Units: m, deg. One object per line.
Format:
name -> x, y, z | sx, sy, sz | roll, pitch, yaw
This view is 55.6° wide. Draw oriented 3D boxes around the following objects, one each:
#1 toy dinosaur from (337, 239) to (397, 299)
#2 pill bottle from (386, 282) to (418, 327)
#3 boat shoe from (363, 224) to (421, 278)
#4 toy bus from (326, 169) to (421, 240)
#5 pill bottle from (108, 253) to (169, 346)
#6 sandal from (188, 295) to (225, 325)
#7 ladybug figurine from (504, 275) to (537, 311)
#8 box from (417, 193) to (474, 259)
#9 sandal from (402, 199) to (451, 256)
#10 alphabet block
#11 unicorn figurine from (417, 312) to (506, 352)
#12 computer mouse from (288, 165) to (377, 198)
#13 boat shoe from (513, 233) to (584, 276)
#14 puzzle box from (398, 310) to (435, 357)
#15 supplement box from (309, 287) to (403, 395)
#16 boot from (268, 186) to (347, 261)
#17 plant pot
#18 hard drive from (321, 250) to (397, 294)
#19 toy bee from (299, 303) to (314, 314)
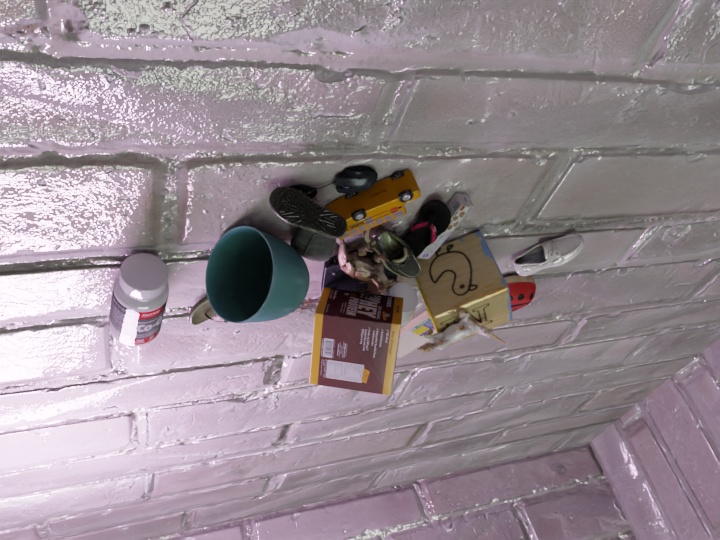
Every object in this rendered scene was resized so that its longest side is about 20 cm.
toy dinosaur -> 0.002, -0.002, 1.582 | 0.200, 0.086, 0.135 | 37, 158, -11
pill bottle -> 0.076, 0.103, 1.769 | 0.111, 0.113, 0.200 | -5, 160, -21
boat shoe -> 0.083, -0.038, 1.595 | 0.072, 0.066, 0.201 | -47, 127, -2
toy bus -> 0.031, -0.140, 1.463 | 0.199, 0.065, 0.078 | -22, 148, 4
pill bottle -> -0.470, 0.063, 1.451 | 0.113, 0.114, 0.200 | -1, 144, -26
sandal -> -0.313, 0.089, 1.628 | 0.199, 0.058, 0.080 | -16, 148, -5
ladybug figurine -> 0.429, 0.074, 1.992 | 0.198, 0.072, 0.136 | -12, 147, -12
box -> 0.195, -0.104, 1.631 | 0.038, 0.042, 0.200 | 4, 140, -33
sandal -> 0.148, -0.086, 1.599 | 0.075, 0.045, 0.200 | 33, 136, -2
alphabet block -> 0.259, 0.050, 1.755 | 0.199, 0.196, 0.197 | -22, 146, 3
unicorn figurine -> 0.241, 0.153, 1.665 | 0.199, 0.074, 0.137 | -14, 160, 17
computer mouse -> -0.058, -0.170, 1.401 | 0.198, 0.034, 0.059 | -15, 148, -6
boat shoe -> 0.510, -0.047, 1.855 | 0.199, 0.071, 0.069 | -27, 149, 14
puzzle box -> 0.160, 0.196, 2.072 | 0.199, 0.026, 0.133 | -35, 145, 22
supplement box -> -0.008, 0.167, 1.632 | 0.198, 0.133, 0.199 | 8, 115, 3
boot -> -0.121, -0.091, 1.436 | 0.181, 0.073, 0.200 | 31, 166, -8
plant pot -> -0.205, 0.017, 1.462 | 0.200, 0.202, 0.160 | -37, 154, 26
hard drive -> 0.000, 0.000, 1.677 | 0.198, 0.043, 0.135 | -10, 146, -16
toy bee -> -0.068, 0.117, 1.748 | 0.199, 0.110, 0.131 | -18, 173, 6
